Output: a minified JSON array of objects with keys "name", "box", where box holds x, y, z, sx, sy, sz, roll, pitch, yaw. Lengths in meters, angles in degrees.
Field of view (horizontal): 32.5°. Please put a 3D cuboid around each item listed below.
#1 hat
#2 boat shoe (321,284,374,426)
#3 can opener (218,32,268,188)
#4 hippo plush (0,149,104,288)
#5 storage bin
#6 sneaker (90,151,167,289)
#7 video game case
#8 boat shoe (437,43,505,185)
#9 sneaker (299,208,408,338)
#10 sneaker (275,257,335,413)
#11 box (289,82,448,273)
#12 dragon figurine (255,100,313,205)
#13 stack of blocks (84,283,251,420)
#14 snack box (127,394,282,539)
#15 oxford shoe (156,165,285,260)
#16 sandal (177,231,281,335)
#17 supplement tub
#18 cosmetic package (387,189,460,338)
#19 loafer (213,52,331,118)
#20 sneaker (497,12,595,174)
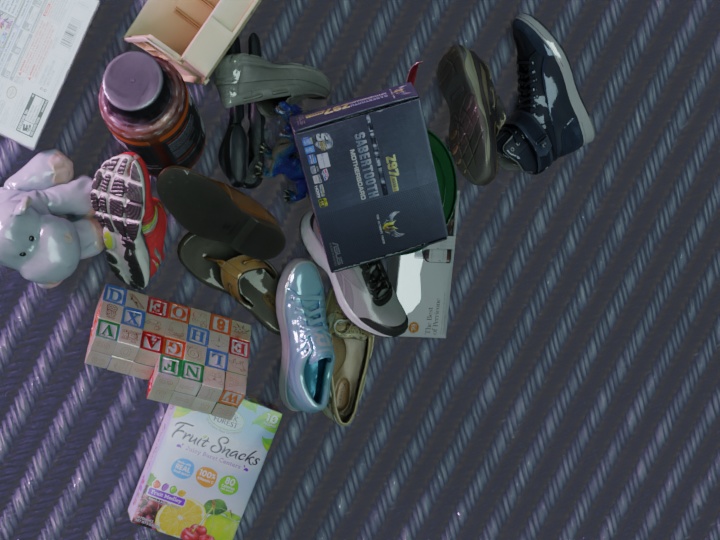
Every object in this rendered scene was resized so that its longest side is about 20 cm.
[{"name":"hat","box":[0.027,-0.129,1.544,0.163,0.176,0.203,-7,83,14]},{"name":"boat shoe","box":[-0.013,0.106,1.653,0.072,0.063,0.203,1,97,-15]},{"name":"can opener","box":[-0.145,-0.204,1.576,0.062,0.078,0.203,5,84,-23]},{"name":"hippo plush","box":[-0.392,-0.066,1.473,0.199,0.161,0.161,32,89,-17]},{"name":"storage bin","box":[-0.180,-0.332,1.476,0.093,0.198,0.201,35,88,-20]},{"name":"sneaker","box":[-0.277,-0.072,1.519,0.076,0.085,0.202,22,136,16]},{"name":"video game case","box":[-0.438,-0.276,1.491,0.179,0.045,0.202,25,90,-18]},{"name":"boat shoe","box":[0.158,-0.205,1.617,0.072,0.074,0.203,6,65,-32]},{"name":"sneaker","box":[0.000,0.000,1.597,0.201,0.079,0.074,55,47,-5]},{"name":"sneaker","box":[-0.060,0.086,1.601,0.073,0.081,0.203,-7,98,-38]},{"name":"box","box":[0.012,-0.110,1.494,0.155,0.051,0.202,-16,122,-4]},{"name":"dragon figurine","box":[-0.064,-0.130,1.555,0.200,0.098,0.060,45,44,-39]},{"name":"stack of blocks","box":[-0.242,0.103,1.558,0.197,0.116,0.059,17,134,-16]},{"name":"snack box","box":[-0.206,0.253,1.626,0.141,0.053,0.202,22,91,-18]},{"name":"oxford shoe","box":[-0.182,-0.082,1.557,0.071,0.072,0.199,-41,132,18]},{"name":"sandal","box":[-0.149,0.016,1.607,0.082,0.055,0.200,-46,108,-4]},{"name":"supplement tub","box":[-0.249,-0.188,1.466,0.105,0.200,0.109,0,77,2]},{"name":"cosmetic package","box":[0.082,-0.012,1.669,0.081,0.051,0.203,3,97,-15]},{"name":"loafer","box":[-0.109,-0.225,1.538,0.199,0.069,0.071,-2,92,-51]},{"name":"sneaker","box":[0.218,-0.228,1.662,0.145,0.077,0.204,-31,106,-12]}]
